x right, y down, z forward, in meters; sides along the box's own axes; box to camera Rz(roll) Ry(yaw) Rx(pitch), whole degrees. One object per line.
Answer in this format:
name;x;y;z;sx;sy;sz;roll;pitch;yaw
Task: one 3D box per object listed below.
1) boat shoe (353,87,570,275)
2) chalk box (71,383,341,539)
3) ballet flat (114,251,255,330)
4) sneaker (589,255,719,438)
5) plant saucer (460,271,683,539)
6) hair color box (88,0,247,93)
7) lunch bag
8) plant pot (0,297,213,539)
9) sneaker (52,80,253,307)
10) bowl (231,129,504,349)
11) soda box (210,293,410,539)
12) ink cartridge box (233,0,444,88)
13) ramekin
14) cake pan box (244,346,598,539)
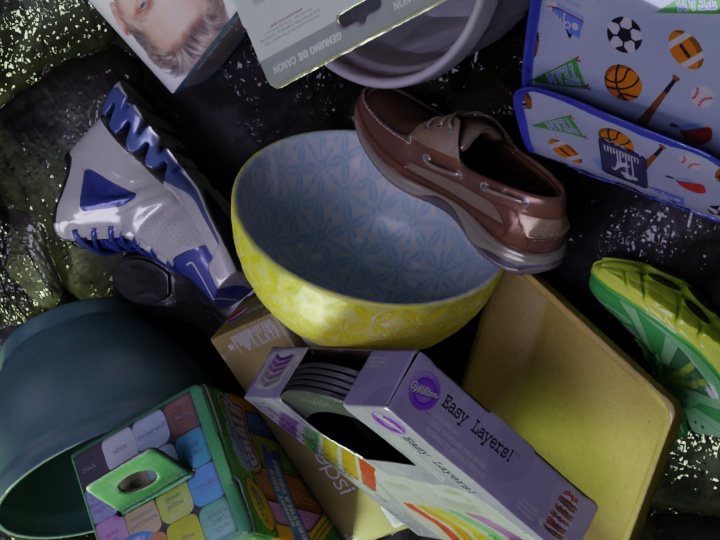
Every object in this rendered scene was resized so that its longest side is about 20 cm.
boat shoe;0.075;-0.080;1.336;0.200;0.075;0.072;39;134;28
chalk box;-0.120;0.171;1.404;0.124;0.200;0.125;-29;66;17
ballet flat;-0.099;0.020;1.500;0.199;0.057;0.067;18;110;16
sneaker;0.226;0.070;1.317;0.200;0.074;0.084;45;116;10
plant saucer;0.147;0.119;1.348;0.200;0.048;0.201;46;131;43
hair color box;-0.166;-0.243;1.445;0.200;0.060;0.100;47;121;8
lunch bag;0.195;-0.136;1.249;0.169;0.124;0.201;23;129;21
plant pot;-0.211;0.107;1.512;0.200;0.200;0.135;-39;61;31
sneaker;-0.166;-0.036;1.469;0.115;0.080;0.200;-41;68;10
bowl;0.000;0.000;1.361;0.199;0.200;0.108;28;131;18
soda box;-0.025;0.105;1.441;0.064;0.068;0.201;-23;107;32
ink cartridge box;-0.002;-0.232;1.198;0.199;0.084;0.177;-21;91;44
ramekin;0.037;-0.231;1.294;0.199;0.105;0.202;17;116;37
cake pan box;0.038;0.121;1.315;0.200;0.053;0.184;42;156;-27
